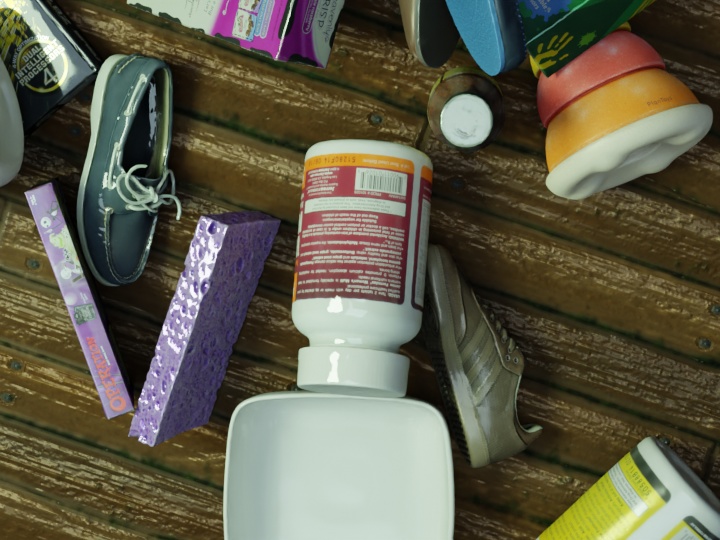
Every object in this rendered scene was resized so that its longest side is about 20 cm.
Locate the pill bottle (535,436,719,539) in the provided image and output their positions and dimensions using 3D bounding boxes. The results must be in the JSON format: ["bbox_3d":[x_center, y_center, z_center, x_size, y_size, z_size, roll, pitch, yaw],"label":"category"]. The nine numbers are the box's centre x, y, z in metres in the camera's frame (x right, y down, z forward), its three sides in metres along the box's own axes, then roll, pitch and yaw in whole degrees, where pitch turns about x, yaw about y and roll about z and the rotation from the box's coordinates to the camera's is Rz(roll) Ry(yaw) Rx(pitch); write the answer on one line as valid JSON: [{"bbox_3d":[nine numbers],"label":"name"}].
[{"bbox_3d":[0.214,0.247,1.415,0.200,0.111,0.111,-44,94,9],"label":"pill bottle"}]

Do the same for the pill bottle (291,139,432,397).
[{"bbox_3d":[0.000,0.000,1.364,0.109,0.110,0.201,4,81,4],"label":"pill bottle"}]

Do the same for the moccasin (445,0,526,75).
[{"bbox_3d":[0.095,-0.248,1.219,0.068,0.080,0.201,-18,97,-22],"label":"moccasin"}]

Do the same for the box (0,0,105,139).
[{"bbox_3d":[-0.343,-0.174,1.419,0.200,0.049,0.161,-38,93,11],"label":"box"}]

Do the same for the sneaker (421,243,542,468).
[{"bbox_3d":[0.101,0.067,1.426,0.075,0.070,0.201,-17,102,-12],"label":"sneaker"}]

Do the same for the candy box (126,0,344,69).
[{"bbox_3d":[-0.093,-0.253,1.325,0.200,0.061,0.137,26,104,41],"label":"candy box"}]

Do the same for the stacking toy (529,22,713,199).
[{"bbox_3d":[0.189,-0.173,1.357,0.145,0.146,0.201,-23,79,8],"label":"stacking toy"}]

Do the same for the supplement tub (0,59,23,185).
[{"bbox_3d":[-0.389,-0.114,1.329,0.199,0.145,0.145,-15,98,10],"label":"supplement tub"}]

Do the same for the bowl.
[{"bbox_3d":[-0.016,0.198,1.444,0.198,0.075,0.201,2,99,4],"label":"bowl"}]

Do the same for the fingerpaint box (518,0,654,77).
[{"bbox_3d":[0.155,-0.286,1.306,0.166,0.073,0.201,-34,66,9],"label":"fingerpaint box"}]

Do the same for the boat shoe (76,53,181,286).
[{"bbox_3d":[-0.192,-0.083,1.407,0.062,0.075,0.201,11,95,39],"label":"boat shoe"}]

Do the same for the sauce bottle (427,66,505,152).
[{"bbox_3d":[0.084,-0.127,1.317,0.066,0.200,0.066,1,102,5],"label":"sauce bottle"}]

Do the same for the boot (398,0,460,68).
[{"bbox_3d":[-0.010,-0.243,1.323,0.199,0.064,0.188,-4,80,38],"label":"boot"}]

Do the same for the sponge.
[{"bbox_3d":[-0.133,0.047,1.407,0.030,0.111,0.201,23,101,17],"label":"sponge"}]

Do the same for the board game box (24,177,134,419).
[{"bbox_3d":[-0.238,0.021,1.406,0.032,0.120,0.201,-20,97,-10],"label":"board game box"}]
